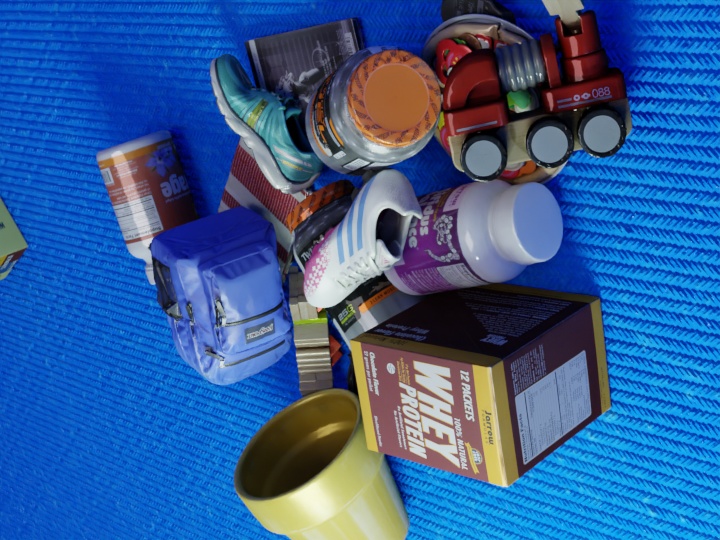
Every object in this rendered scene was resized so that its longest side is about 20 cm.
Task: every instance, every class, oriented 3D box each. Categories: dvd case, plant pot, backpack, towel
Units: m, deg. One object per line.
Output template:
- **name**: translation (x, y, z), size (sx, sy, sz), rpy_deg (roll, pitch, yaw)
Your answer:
- **dvd case**: translation (-0.057, -0.222, 1.502), size (0.199, 0.016, 0.150), rpy_deg (0, 110, 46)
- **plant pot**: translation (-0.036, 0.291, 1.603), size (0.200, 0.201, 0.190), rpy_deg (-4, 127, 46)
- **backpack**: translation (-0.174, 0.047, 1.591), size (0.168, 0.161, 0.202), rpy_deg (38, 140, 55)
- **towel**: translation (-0.134, -0.072, 1.651), size (0.144, 0.023, 0.201), rpy_deg (43, 134, 23)

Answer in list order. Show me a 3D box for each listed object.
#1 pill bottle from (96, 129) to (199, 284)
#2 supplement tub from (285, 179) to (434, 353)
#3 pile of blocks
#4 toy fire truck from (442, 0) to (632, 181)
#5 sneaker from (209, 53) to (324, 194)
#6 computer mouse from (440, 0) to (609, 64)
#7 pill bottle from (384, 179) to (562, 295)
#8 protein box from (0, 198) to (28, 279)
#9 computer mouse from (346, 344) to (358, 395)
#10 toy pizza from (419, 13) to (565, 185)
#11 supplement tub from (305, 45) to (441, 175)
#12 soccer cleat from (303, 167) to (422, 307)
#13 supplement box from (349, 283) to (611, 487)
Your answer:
- **pill bottle**: translation (-0.292, -0.089, 1.738), size (0.112, 0.112, 0.202), rpy_deg (-8, 104, 47)
- **supplement tub**: translation (0.000, 0.000, 1.467), size (0.201, 0.122, 0.123), rpy_deg (57, 138, 12)
- **pile of blocks**: translation (-0.056, 0.082, 1.630), size (0.061, 0.082, 0.202), rpy_deg (-3, 125, 1)
- **toy fire truck**: translation (0.157, -0.198, 1.157), size (0.174, 0.129, 0.202), rpy_deg (-11, 104, 10)
- **sneaker**: translation (-0.112, -0.193, 1.523), size (0.080, 0.077, 0.201), rpy_deg (-40, 84, 29)
- **computer mouse**: translation (0.168, -0.243, 1.253), size (0.199, 0.034, 0.059), rpy_deg (29, 137, 25)
- **pill bottle**: translation (0.119, -0.038, 1.337), size (0.199, 0.112, 0.113), rpy_deg (-12, 101, 48)
- **protein box**: translation (-0.728, -0.065, 2.134), size (0.201, 0.198, 0.135), rpy_deg (58, 139, 6)
- **computer mouse**: translation (0.050, 0.128, 1.545), size (0.199, 0.046, 0.142), rpy_deg (26, 129, 48)
- **toy pizza**: translation (0.136, -0.171, 1.289), size (0.199, 0.032, 0.202), rpy_deg (26, 136, 28)
- **supplement tub**: translation (0.014, -0.171, 1.319), size (0.124, 0.122, 0.200), rpy_deg (67, 167, -3)
- **soccer cleat**: translation (0.000, -0.018, 1.336), size (0.087, 0.069, 0.201), rpy_deg (57, 130, 35)
- **supplement box**: translation (0.132, 0.113, 1.332), size (0.196, 0.199, 0.134), rpy_deg (8, 114, 43)
